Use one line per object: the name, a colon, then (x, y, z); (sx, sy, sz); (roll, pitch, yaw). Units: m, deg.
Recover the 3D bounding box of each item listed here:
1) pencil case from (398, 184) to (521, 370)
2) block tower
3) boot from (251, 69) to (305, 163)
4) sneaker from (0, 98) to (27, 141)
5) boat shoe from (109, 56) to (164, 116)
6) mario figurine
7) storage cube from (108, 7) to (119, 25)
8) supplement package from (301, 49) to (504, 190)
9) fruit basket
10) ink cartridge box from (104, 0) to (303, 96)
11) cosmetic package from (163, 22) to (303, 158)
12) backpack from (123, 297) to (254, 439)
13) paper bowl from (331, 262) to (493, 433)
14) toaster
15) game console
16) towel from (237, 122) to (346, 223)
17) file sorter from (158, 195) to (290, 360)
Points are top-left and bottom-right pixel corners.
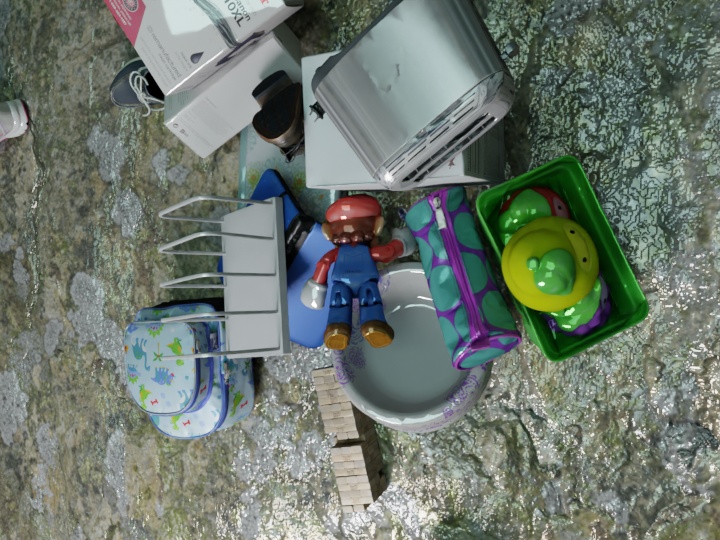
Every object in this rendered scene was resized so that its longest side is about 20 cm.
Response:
pencil case: (0.112, 0.006, 0.726); (0.084, 0.093, 0.203); (-20, 66, 8)
block tower: (-0.014, 0.232, 0.910); (0.053, 0.058, 0.204); (-13, 90, 25)
boot: (-0.079, -0.174, 0.786); (0.074, 0.201, 0.097); (-31, 122, 9)
sneaker: (-0.713, -0.259, 1.184); (0.198, 0.088, 0.082); (-29, 82, 25)
boat shoe: (-0.319, -0.291, 0.999); (0.197, 0.062, 0.075); (-7, 135, 21)
mario figurine: (0.000, 0.000, 0.784); (0.106, 0.122, 0.203); (-39, 43, 50)
storage cube: (-0.275, -0.457, 0.916); (0.199, 0.170, 0.181); (-34, 81, 23)
supplement package: (0.058, -0.174, 0.763); (0.188, 0.199, 0.150); (-1, 94, 24)
fruit basket: (0.213, -0.014, 0.688); (0.153, 0.216, 0.218); (-23, 83, -7)
ink cartridge box: (-0.191, -0.334, 0.782); (0.198, 0.085, 0.146); (-28, 104, 20)
cosmetic package: (-0.178, -0.267, 0.899); (0.198, 0.085, 0.109); (-30, 46, 18)
backpack: (-0.261, 0.150, 0.971); (0.180, 0.146, 0.204); (-5, 95, 28)
paper bowl: (0.070, 0.100, 0.810); (0.197, 0.104, 0.204); (-6, 67, 15)
toaster: (0.047, -0.165, 0.597); (0.199, 0.113, 0.130); (-37, 81, 21)
game console: (-0.096, -0.012, 0.912); (0.201, 0.117, 0.172); (-55, 51, 30)
towel: (-0.097, -0.141, 0.925); (0.168, 0.048, 0.204); (6, 97, 22)
file sorter: (-0.183, 0.012, 0.829); (0.138, 0.123, 0.204); (-11, 80, 46)
